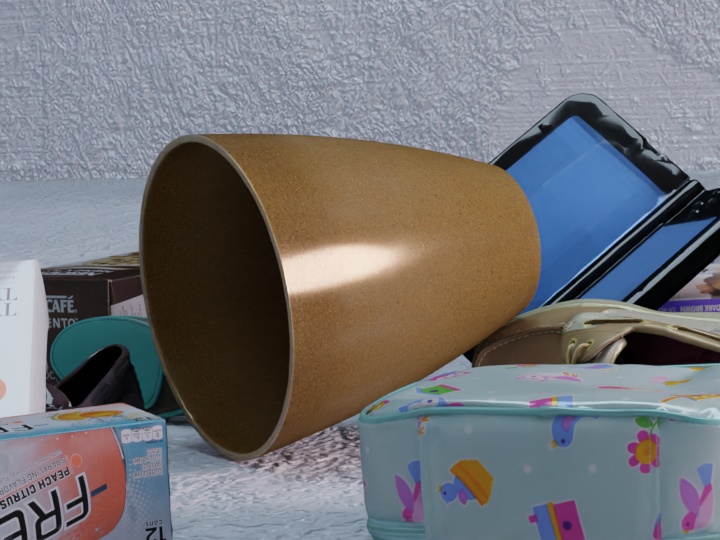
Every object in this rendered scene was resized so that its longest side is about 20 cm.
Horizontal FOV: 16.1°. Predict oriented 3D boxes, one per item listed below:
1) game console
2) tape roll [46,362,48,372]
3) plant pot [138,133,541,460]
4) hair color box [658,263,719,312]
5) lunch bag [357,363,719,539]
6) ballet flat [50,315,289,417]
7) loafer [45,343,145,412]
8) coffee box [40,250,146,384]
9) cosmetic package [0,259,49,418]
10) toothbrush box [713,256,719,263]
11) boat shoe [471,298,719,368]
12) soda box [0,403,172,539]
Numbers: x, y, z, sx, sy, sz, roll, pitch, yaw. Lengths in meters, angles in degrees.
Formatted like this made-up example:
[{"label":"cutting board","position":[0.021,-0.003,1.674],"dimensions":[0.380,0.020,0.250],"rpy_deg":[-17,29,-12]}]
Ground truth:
[{"label":"game console","position":[0.137,-0.025,1.633],"dimensions":[0.200,0.117,0.176],"rpy_deg":[-40,8,-15]},{"label":"tape roll","position":[-0.280,0.074,1.471],"dimensions":[0.202,0.037,0.203],"rpy_deg":[-19,7,2]},{"label":"plant pot","position":[0.000,0.000,1.483],"dimensions":[0.199,0.188,0.186],"rpy_deg":[-11,9,-28]},{"label":"hair color box","position":[0.231,0.035,1.702],"dimensions":[0.109,0.065,0.200],"rpy_deg":[-3,8,-4]},{"label":"lunch bag","position":[0.110,0.087,1.196],"dimensions":[0.199,0.078,0.160],"rpy_deg":[-1,5,20]},{"label":"ballet flat","position":[-0.107,0.068,1.613],"dimensions":[0.199,0.068,0.070],"rpy_deg":[2,-17,36]},{"label":"loafer","position":[-0.178,0.085,1.417],"dimensions":[0.071,0.063,0.200],"rpy_deg":[-1,6,21]},{"label":"coffee box","position":[-0.160,0.032,1.825],"dimensions":[0.113,0.080,0.200],"rpy_deg":[2,7,32]},{"label":"cosmetic package","position":[-0.266,0.067,1.329],"dimensions":[0.199,0.052,0.151],"rpy_deg":[-6,42,-1]},{"label":"toothbrush box","position":[0.362,-0.002,1.885],"dimensions":[0.199,0.086,0.146],"rpy_deg":[1,7,42]},{"label":"boat shoe","position":[0.151,0.056,1.484],"dimensions":[0.199,0.074,0.066],"rpy_deg":[-5,7,25]},{"label":"soda box","position":[-0.192,0.108,1.209],"dimensions":[0.199,0.064,0.068],"rpy_deg":[-6,7,-23]}]
